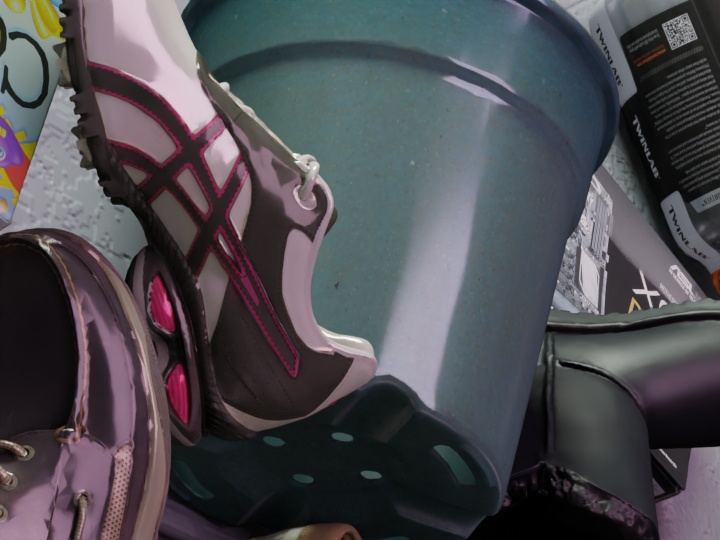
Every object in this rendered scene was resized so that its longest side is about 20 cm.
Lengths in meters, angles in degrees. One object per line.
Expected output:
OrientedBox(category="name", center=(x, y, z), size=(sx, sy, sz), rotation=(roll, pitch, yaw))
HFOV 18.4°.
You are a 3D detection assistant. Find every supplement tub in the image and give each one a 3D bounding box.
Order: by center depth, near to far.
OrientedBox(category="supplement tub", center=(0.228, -0.089, 1.354), size=(0.122, 0.122, 0.200), rotation=(-6, 73, -55))

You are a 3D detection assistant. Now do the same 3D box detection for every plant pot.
OrientedBox(category="plant pot", center=(0.000, 0.000, 0.927), size=(0.200, 0.200, 0.196), rotation=(37, 48, -34))

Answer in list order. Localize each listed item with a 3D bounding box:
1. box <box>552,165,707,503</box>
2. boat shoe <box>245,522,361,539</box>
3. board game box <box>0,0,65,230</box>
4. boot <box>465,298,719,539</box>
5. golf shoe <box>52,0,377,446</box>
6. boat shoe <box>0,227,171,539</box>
OrientedBox(category="box", center=(0.109, 0.009, 1.186), size=(0.200, 0.050, 0.158), rotation=(49, 35, -20))
OrientedBox(category="boat shoe", center=(-0.005, 0.196, 0.877), size=(0.074, 0.066, 0.200), rotation=(6, 63, -63))
OrientedBox(category="board game box", center=(-0.173, -0.097, 0.818), size=(0.103, 0.105, 0.200), rotation=(42, 39, -29))
OrientedBox(category="boot", center=(0.128, 0.085, 1.032), size=(0.168, 0.200, 0.077), rotation=(-86, 179, -58))
OrientedBox(category="golf shoe", center=(-0.055, -0.039, 0.790), size=(0.077, 0.088, 0.200), rotation=(-84, 161, -79))
OrientedBox(category="boat shoe", center=(-0.110, 0.082, 0.732), size=(0.073, 0.074, 0.200), rotation=(8, 74, -54))
